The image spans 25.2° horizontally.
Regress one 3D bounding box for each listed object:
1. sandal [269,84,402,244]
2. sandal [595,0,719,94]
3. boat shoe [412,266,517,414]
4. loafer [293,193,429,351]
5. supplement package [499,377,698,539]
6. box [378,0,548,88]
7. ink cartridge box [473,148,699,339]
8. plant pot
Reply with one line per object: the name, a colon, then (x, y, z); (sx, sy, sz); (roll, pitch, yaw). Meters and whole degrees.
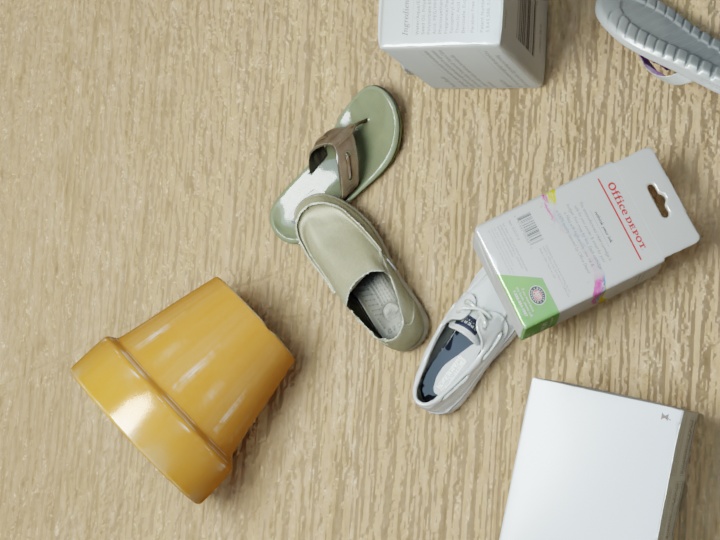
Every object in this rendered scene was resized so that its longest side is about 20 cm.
sandal: (-0.027, -0.111, 1.753); (0.080, 0.057, 0.202); (40, 98, 19)
sandal: (0.321, -0.218, 1.644); (0.202, 0.082, 0.050); (35, 139, 18)
boat shoe: (0.121, 0.063, 1.678); (0.073, 0.065, 0.201); (28, 93, 20)
loafer: (0.000, 0.000, 1.711); (0.076, 0.068, 0.200); (-41, 84, 9)
supplement package: (0.234, 0.221, 1.597); (0.154, 0.111, 0.202); (11, 87, 20)
box: (0.110, -0.302, 1.651); (0.129, 0.199, 0.202); (1, 85, 19)
ink cartridge box: (0.227, -0.028, 1.625); (0.199, 0.067, 0.118); (-25, 76, -4)
plant pot: (-0.177, 0.114, 1.722); (0.183, 0.200, 0.200); (-44, 72, -6)
